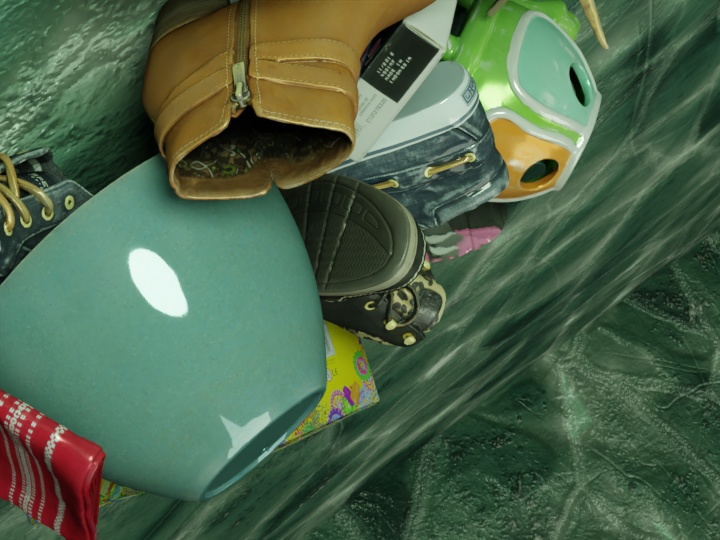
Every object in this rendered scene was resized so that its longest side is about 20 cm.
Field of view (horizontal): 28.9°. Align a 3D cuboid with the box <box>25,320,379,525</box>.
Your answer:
[{"bbox_3d":[-0.127,0.083,1.013,0.191,0.124,0.199,-20,177,30],"label":"box"}]

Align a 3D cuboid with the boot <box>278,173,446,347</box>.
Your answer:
[{"bbox_3d":[0.000,0.000,0.892,0.199,0.074,0.150,-2,160,46],"label":"boot"}]

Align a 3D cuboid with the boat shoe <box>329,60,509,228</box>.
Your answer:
[{"bbox_3d":[-0.004,-0.062,0.916,0.198,0.091,0.071,-14,-144,23],"label":"boat shoe"}]

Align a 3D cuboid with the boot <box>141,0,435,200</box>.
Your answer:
[{"bbox_3d":[-0.016,-0.114,0.690,0.197,0.156,0.077,-17,127,2],"label":"boot"}]

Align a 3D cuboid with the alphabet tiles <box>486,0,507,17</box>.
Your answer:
[{"bbox_3d":[0.165,-0.264,0.892,0.201,0.008,0.167,-54,-174,-23],"label":"alphabet tiles"}]

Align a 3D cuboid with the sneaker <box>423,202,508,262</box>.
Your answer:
[{"bbox_3d":[0.023,-0.054,1.117,0.197,0.081,0.086,-1,-164,21],"label":"sneaker"}]

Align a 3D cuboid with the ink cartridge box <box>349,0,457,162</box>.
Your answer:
[{"bbox_3d":[0.027,-0.158,0.866,0.095,0.037,0.201,-50,-166,36],"label":"ink cartridge box"}]

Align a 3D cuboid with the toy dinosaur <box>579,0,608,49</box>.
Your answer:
[{"bbox_3d":[0.069,-0.214,0.764,0.107,0.198,0.061,-64,-158,17],"label":"toy dinosaur"}]

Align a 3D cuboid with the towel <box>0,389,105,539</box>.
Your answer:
[{"bbox_3d":[-0.221,0.077,0.737,0.023,0.198,0.145,-59,176,-29],"label":"towel"}]

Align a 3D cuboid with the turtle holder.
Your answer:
[{"bbox_3d":[0.102,-0.127,1.020,0.186,0.130,0.142,-67,-179,-70],"label":"turtle holder"}]

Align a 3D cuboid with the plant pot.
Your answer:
[{"bbox_3d":[-0.095,0.044,0.761,0.200,0.135,0.200,-41,170,-9],"label":"plant pot"}]

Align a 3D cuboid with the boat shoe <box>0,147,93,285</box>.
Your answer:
[{"bbox_3d":[-0.192,-0.031,0.717,0.091,0.071,0.200,-43,171,-6],"label":"boat shoe"}]
